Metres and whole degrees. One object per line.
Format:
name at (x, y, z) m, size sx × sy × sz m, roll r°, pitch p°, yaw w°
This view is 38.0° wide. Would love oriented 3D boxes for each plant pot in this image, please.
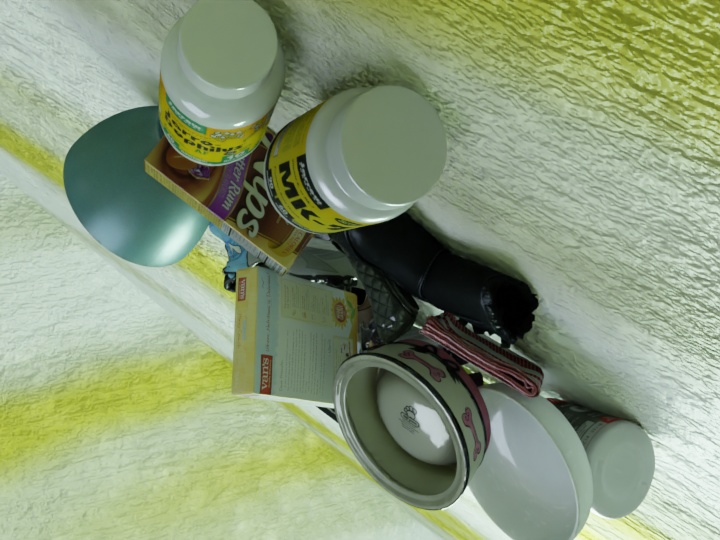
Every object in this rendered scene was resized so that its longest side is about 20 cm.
plant pot at (-0.250, -0.126, 1.303) m, size 0.200 × 0.201 × 0.134 m, roll 41°, pitch 129°, yaw -17°

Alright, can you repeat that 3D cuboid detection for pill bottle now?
pill bottle at (0.252, 0.220, 1.282) m, size 0.114 × 0.115 × 0.199 m, roll 43°, pitch 164°, yaw -27°
pill bottle at (-0.008, -0.095, 0.914) m, size 0.114 × 0.115 × 0.200 m, roll 40°, pitch 165°, yaw -14°
pill bottle at (-0.127, -0.173, 0.954) m, size 0.112 × 0.113 × 0.200 m, roll 37°, pitch 165°, yaw -4°

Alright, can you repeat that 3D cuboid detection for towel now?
towel at (0.144, 0.090, 1.186) m, size 0.143 × 0.023 × 0.200 m, roll 31°, pitch -174°, yaw 10°

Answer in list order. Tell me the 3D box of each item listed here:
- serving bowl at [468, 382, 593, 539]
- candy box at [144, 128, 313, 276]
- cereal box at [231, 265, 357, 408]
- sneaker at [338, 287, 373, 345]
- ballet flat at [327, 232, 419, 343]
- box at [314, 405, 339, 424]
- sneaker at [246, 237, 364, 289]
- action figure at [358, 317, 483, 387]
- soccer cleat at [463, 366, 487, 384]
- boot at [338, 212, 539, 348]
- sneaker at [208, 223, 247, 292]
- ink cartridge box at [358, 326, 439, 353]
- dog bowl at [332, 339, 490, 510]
serving bowl at (0.192, 0.214, 1.187) m, size 0.199 × 0.065 × 0.203 m, roll 35°, pitch 137°, yaw 40°
candy box at (-0.130, -0.102, 1.177) m, size 0.199 × 0.117 × 0.056 m, roll 37°, pitch 166°, yaw -4°
cereal box at (-0.074, 0.084, 1.246) m, size 0.039 × 0.147 × 0.199 m, roll -8°, pitch 164°, yaw 35°
sneaker at (-0.008, 0.037, 1.451) m, size 0.199 × 0.069 × 0.077 m, roll 31°, pitch 126°, yaw 59°
ballet flat at (0.000, 0.000, 1.218) m, size 0.066 × 0.057 × 0.201 m, roll 32°, pitch -162°, yaw -49°
box at (-0.029, 0.133, 1.577) m, size 0.199 × 0.159 × 0.050 m, roll 37°, pitch 180°, yaw 2°
sneaker at (-0.054, -0.002, 1.341) m, size 0.197 × 0.080 × 0.074 m, roll 18°, pitch 159°, yaw 2°
action figure at (0.052, 0.120, 1.293) m, size 0.198 × 0.069 × 0.132 m, roll -3°, pitch 109°, yaw 43°
soccer cleat at (0.174, 0.188, 1.470) m, size 0.199 × 0.065 × 0.084 m, roll 20°, pitch 160°, yaw 49°
boot at (0.084, 0.001, 1.079) m, size 0.161 × 0.074 × 0.198 m, roll 26°, pitch 169°, yaw 44°
sneaker at (-0.167, -0.019, 1.441) m, size 0.200 × 0.090 × 0.079 m, roll 42°, pitch 174°, yaw 47°
ink cartridge box at (0.029, 0.100, 1.454) m, size 0.118 × 0.043 × 0.199 m, roll -8°, pitch -159°, yaw -38°
dog bowl at (0.063, 0.168, 1.195) m, size 0.198 × 0.073 × 0.203 m, roll 27°, pitch 133°, yaw 34°
